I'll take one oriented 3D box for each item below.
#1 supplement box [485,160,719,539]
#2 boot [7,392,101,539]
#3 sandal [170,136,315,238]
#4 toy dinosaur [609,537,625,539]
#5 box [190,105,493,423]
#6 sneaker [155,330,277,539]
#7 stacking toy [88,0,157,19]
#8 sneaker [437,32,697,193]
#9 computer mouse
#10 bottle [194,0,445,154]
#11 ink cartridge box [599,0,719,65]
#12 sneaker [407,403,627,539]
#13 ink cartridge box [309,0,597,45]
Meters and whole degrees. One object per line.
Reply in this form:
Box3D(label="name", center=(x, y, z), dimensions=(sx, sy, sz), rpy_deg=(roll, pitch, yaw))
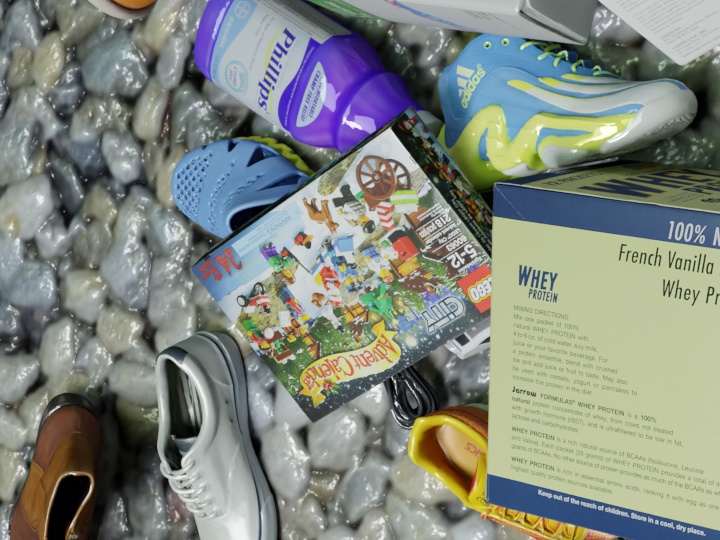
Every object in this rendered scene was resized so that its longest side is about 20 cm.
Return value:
Box3D(label="supplement box", center=(0.192, 0.047, 1.242), dimensions=(0.200, 0.134, 0.201), rpy_deg=(9, 104, 39))
Box3D(label="boot", center=(-0.228, 0.209, 1.611), dimensions=(0.200, 0.068, 0.189), rpy_deg=(-120, 47, -71))
Box3D(label="sandal", center=(-0.066, -0.044, 1.479), dimensions=(0.200, 0.087, 0.080), rpy_deg=(17, 111, 39))
Box3D(label="toy dinosaur", center=(0.116, 0.224, 1.343), dimensions=(0.102, 0.077, 0.200), rpy_deg=(21, 152, -1))
Box3D(label="box", center=(0.000, 0.000, 1.369), dimensions=(0.200, 0.038, 0.137), rpy_deg=(-34, 98, 37))
Box3D(label="sneaker", center=(-0.118, 0.148, 1.567), dimensions=(0.073, 0.071, 0.201), rpy_deg=(-13, 90, 41))
Box3D(label="stacking toy", center=(-0.115, -0.273, 1.473), dimensions=(0.199, 0.146, 0.147), rpy_deg=(-18, 86, 24))
Box3D(label="sneaker", center=(0.116, -0.114, 1.317), dimensions=(0.200, 0.076, 0.105), rpy_deg=(-14, 88, 42))
Box3D(label="computer mouse", center=(0.076, 0.020, 1.394), dimensions=(0.200, 0.044, 0.110), rpy_deg=(-33, 80, 38))
Box3D(label="bottle", center=(-0.027, -0.128, 1.442), dimensions=(0.200, 0.065, 0.084), rpy_deg=(36, 118, 30))
Box3D(label="ink cartridge box", center=(0.177, -0.215, 1.178), dimensions=(0.161, 0.200, 0.050), rpy_deg=(-29, 38, 40))
Box3D(label="sneaker", center=(0.113, 0.153, 1.368), dimensions=(0.200, 0.077, 0.073), rpy_deg=(26, 112, 33))
Box3D(label="ink cartridge box", center=(0.060, -0.228, 1.314), dimensions=(0.200, 0.084, 0.145), rpy_deg=(13, 87, 39))
